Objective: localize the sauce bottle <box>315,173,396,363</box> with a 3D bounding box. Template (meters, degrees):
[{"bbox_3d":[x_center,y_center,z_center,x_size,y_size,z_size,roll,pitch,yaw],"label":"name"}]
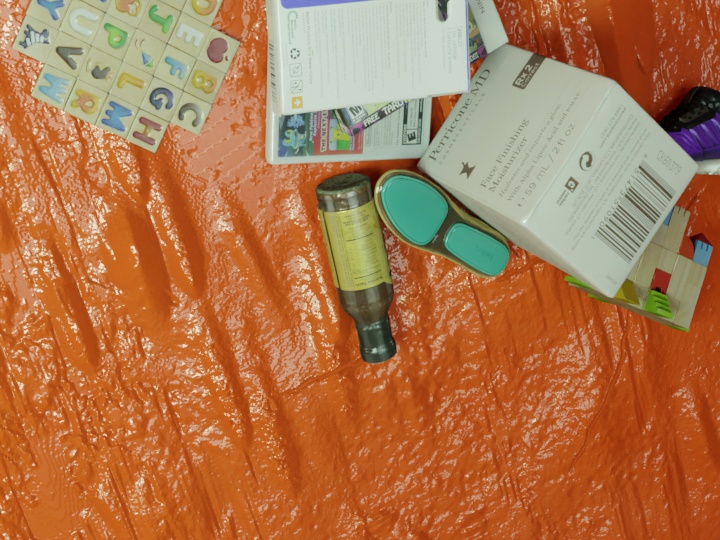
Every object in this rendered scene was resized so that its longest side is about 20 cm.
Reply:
[{"bbox_3d":[0.000,0.000,1.327,0.064,0.065,0.203,-19,114,-17],"label":"sauce bottle"}]

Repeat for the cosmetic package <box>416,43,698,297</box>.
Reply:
[{"bbox_3d":[0.199,-0.108,1.294,0.164,0.200,0.166,34,90,-37],"label":"cosmetic package"}]

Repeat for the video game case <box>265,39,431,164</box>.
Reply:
[{"bbox_3d":[-0.008,-0.212,1.280,0.180,0.023,0.203,-5,109,-23],"label":"video game case"}]

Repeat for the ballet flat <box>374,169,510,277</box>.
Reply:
[{"bbox_3d":[0.077,-0.051,1.342,0.199,0.063,0.069,34,94,-34],"label":"ballet flat"}]

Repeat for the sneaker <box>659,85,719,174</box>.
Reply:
[{"bbox_3d":[0.372,-0.162,1.444,0.197,0.069,0.101,-2,100,-28],"label":"sneaker"}]

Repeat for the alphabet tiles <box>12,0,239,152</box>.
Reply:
[{"bbox_3d":[-0.219,-0.214,1.193,0.198,0.006,0.168,23,95,-28],"label":"alphabet tiles"}]

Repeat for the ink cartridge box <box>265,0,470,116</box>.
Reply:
[{"bbox_3d":[0.007,-0.257,1.193,0.197,0.043,0.201,-9,109,-18],"label":"ink cartridge box"}]

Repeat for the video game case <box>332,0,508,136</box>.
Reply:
[{"bbox_3d":[0.032,-0.262,1.248,0.199,0.036,0.183,-31,115,-12],"label":"video game case"}]

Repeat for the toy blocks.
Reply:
[{"bbox_3d":[0.332,-0.023,1.459,0.198,0.100,0.139,21,86,-27],"label":"toy blocks"}]
